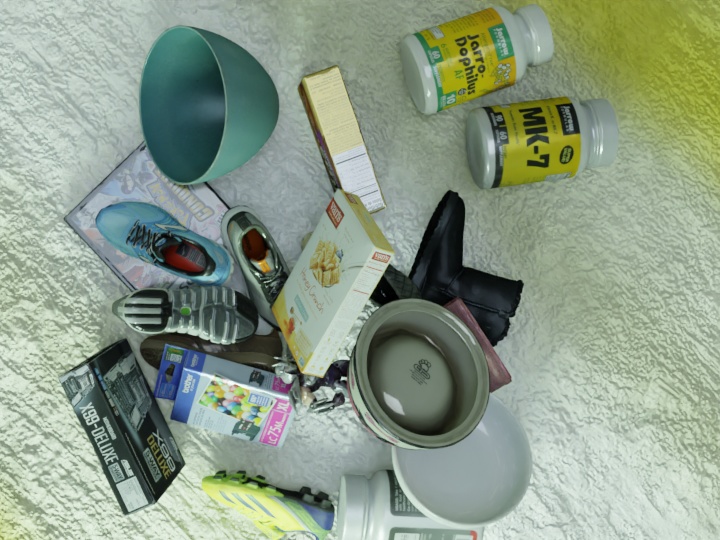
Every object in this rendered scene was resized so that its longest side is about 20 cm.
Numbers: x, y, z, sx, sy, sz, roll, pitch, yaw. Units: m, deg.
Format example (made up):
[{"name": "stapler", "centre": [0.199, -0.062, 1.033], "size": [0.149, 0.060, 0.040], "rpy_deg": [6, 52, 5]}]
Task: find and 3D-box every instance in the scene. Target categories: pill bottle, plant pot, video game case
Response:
[{"name": "pill bottle", "centre": [0.069, 0.341, 1.478], "size": [0.196, 0.114, 0.116], "rpy_deg": [5, 92, -8]}, {"name": "plant pot", "centre": [-0.187, -0.221, 1.400], "size": [0.133, 0.198, 0.204], "rpy_deg": [-9, 94, -44]}, {"name": "video game case", "centre": [-0.279, -0.061, 1.459], "size": [0.181, 0.025, 0.200], "rpy_deg": [-44, 97, -4]}, {"name": "pill bottle", "centre": [0.256, -0.184, 1.484], "size": [0.196, 0.114, 0.117], "rpy_deg": [-9, 93, -8]}, {"name": "pill bottle", "centre": [0.164, -0.302, 1.466], "size": [0.197, 0.113, 0.115], "rpy_deg": [-19, 95, -7]}]

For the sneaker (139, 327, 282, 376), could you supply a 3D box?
[{"name": "sneaker", "centre": [-0.206, 0.108, 1.463], "size": [0.196, 0.071, 0.076], "rpy_deg": [8, 49, 1]}]

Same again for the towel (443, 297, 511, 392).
[{"name": "towel", "centre": [0.096, 0.145, 1.488], "size": [0.198, 0.023, 0.145], "rpy_deg": [-31, 99, 16]}]

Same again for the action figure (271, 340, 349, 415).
[{"name": "action figure", "centre": [-0.030, 0.143, 1.420], "size": [0.197, 0.069, 0.132], "rpy_deg": [13, 59, -25]}]

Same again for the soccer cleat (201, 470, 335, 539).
[{"name": "soccer cleat", "centre": [-0.133, 0.338, 1.476], "size": [0.197, 0.065, 0.085], "rpy_deg": [16, 92, -8]}]

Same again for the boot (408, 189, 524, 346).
[{"name": "boot", "centre": [0.157, 0.005, 1.498], "size": [0.160, 0.073, 0.201], "rpy_deg": [21, 96, -6]}]

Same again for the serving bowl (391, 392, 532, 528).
[{"name": "serving bowl", "centre": [0.131, 0.259, 1.430], "size": [0.196, 0.066, 0.203], "rpy_deg": [7, 60, -13]}]

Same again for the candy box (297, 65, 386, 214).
[{"name": "candy box", "centre": [-0.027, -0.172, 1.444], "size": [0.056, 0.117, 0.203], "rpy_deg": [-19, 95, -6]}]

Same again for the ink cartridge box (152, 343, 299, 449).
[{"name": "ink cartridge box", "centre": [-0.186, 0.176, 1.442], "size": [0.197, 0.042, 0.120], "rpy_deg": [18, 132, -6]}]

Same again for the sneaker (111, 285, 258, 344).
[{"name": "sneaker", "centre": [-0.243, 0.054, 1.415], "size": [0.197, 0.115, 0.077], "rpy_deg": [11, 84, -35]}]

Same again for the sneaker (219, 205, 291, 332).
[{"name": "sneaker", "centre": [-0.130, 0.009, 1.446], "size": [0.073, 0.079, 0.202], "rpy_deg": [-32, 113, -10]}]

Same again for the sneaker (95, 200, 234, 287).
[{"name": "sneaker", "centre": [-0.264, -0.041, 1.397], "size": [0.197, 0.090, 0.080], "rpy_deg": [22, 89, 6]}]

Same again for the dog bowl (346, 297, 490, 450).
[{"name": "dog bowl", "centre": [0.069, 0.144, 1.378], "size": [0.197, 0.074, 0.203], "rpy_deg": [10, 63, -20]}]

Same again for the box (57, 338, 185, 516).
[{"name": "box", "centre": [-0.313, 0.205, 1.396], "size": [0.049, 0.158, 0.203], "rpy_deg": [-24, 95, 8]}]

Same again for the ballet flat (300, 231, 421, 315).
[{"name": "ballet flat", "centre": [0.000, 0.000, 1.462], "size": [0.198, 0.057, 0.067], "rpy_deg": [30, 103, 15]}]

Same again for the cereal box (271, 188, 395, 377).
[{"name": "cereal box", "centre": [-0.040, 0.015, 1.356], "size": [0.039, 0.144, 0.202], "rpy_deg": [16, 115, -32]}]
